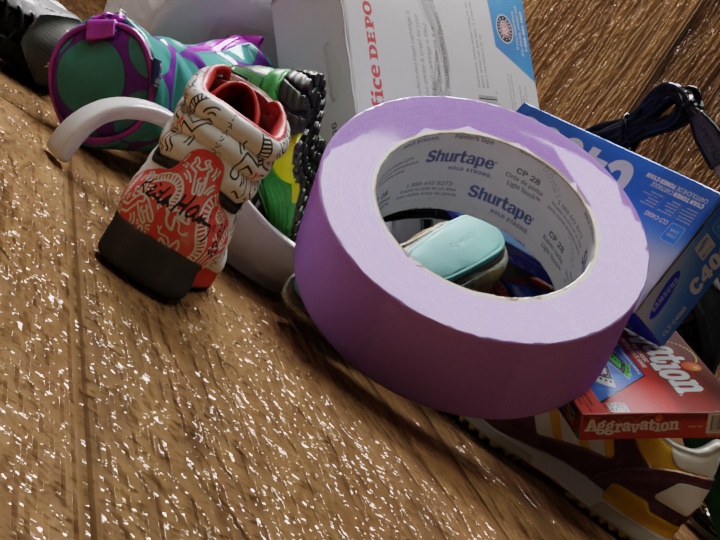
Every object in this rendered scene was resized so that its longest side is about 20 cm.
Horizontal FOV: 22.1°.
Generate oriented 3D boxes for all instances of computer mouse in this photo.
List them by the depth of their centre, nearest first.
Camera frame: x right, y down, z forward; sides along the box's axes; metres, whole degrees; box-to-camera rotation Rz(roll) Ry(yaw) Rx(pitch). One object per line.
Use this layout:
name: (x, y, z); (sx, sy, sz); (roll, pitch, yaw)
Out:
computer mouse: (0.219, -0.024, 1.215); (0.046, 0.140, 0.202); (-7, 71, -32)
computer mouse: (0.054, -0.035, 1.411); (0.108, 0.044, 0.200); (-1, -5, 4)

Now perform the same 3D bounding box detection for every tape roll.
tape roll: (0.064, -0.011, 1.067); (0.198, 0.066, 0.201); (10, 44, -10)

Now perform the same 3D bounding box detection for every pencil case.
pencil case: (-0.130, -0.128, 1.285); (0.084, 0.094, 0.200); (11, 6, 23)

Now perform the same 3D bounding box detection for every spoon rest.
spoon rest: (-0.093, -0.047, 1.126); (0.199, 0.061, 0.099); (31, 4, -26)

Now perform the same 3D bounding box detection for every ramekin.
ramekin: (-0.100, -0.164, 1.441); (0.200, 0.201, 0.098); (31, 13, -27)

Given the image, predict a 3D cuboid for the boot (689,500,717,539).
boot: (0.282, 0.142, 1.357); (0.155, 0.073, 0.204); (68, -9, -29)

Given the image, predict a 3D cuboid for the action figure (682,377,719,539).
action figure: (0.263, 0.158, 1.224); (0.118, 0.055, 0.201); (36, -25, 42)

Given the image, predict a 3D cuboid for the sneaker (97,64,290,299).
sneaker: (-0.080, -0.050, 0.970); (0.067, 0.108, 0.201); (33, 5, -4)

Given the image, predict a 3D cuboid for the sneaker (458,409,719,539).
sneaker: (0.132, 0.087, 1.160); (0.199, 0.091, 0.075); (35, 5, 3)

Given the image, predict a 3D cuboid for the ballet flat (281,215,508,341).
ballet flat: (0.019, 0.019, 1.138); (0.070, 0.071, 0.199); (36, 34, 26)

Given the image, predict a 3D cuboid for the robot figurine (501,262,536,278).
robot figurine: (0.155, 0.033, 1.321); (0.149, 0.125, 0.202); (5, 60, -25)

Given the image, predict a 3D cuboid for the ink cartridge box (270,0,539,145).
ink cartridge box: (0.037, -0.138, 1.379); (0.199, 0.146, 0.084); (1, -13, -43)

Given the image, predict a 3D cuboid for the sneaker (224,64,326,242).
sneaker: (-0.069, -0.077, 1.210); (0.084, 0.079, 0.201); (16, -29, 6)

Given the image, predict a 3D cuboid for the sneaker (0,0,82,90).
sneaker: (-0.245, -0.178, 1.327); (0.090, 0.067, 0.200); (34, 2, 28)

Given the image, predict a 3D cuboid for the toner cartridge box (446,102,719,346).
toner cartridge box: (0.148, -0.034, 1.192); (0.199, 0.095, 0.043); (32, -9, 49)

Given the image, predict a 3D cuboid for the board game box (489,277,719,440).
board game box: (0.152, 0.050, 1.139); (0.102, 0.020, 0.200); (1, 22, -14)
